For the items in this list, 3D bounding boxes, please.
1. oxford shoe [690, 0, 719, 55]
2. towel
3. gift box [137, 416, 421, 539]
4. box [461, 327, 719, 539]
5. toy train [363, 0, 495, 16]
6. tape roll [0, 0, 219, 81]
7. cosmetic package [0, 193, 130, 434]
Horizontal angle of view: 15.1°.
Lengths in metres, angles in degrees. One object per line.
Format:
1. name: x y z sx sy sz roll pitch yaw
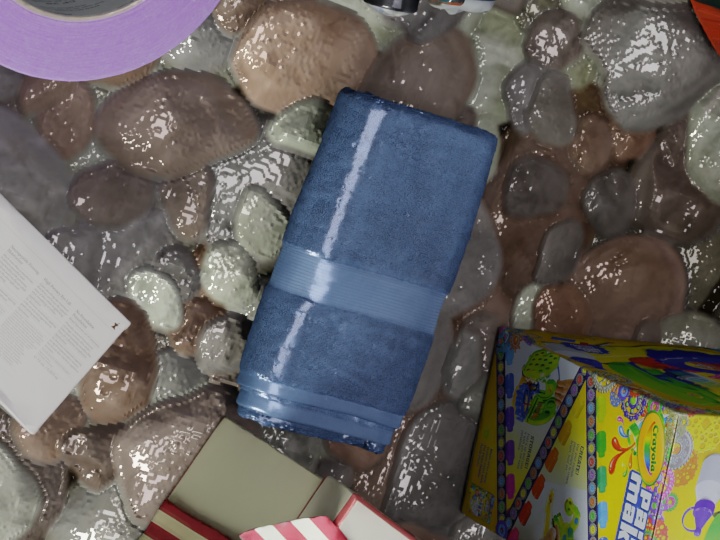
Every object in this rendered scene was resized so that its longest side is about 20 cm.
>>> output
1. oxford shoe: 0.275 -0.120 1.674 0.072 0.071 0.201 -40 119 -20
2. towel: 0.000 0.000 1.560 0.111 0.048 0.201 17 95 -33
3. gift box: -0.040 0.207 1.513 0.199 0.186 0.185 33 86 -33
4. box: 0.201 0.123 1.625 0.199 0.192 0.123 6 101 -32
5. toy train: 0.055 -0.238 1.509 0.113 0.085 0.202 2 103 -40
6. tape roll: -0.154 -0.202 1.405 0.199 0.066 0.202 -9 108 -29
7. cosmetic package: -0.217 -0.010 1.429 0.083 0.051 0.200 -47 121 -8
